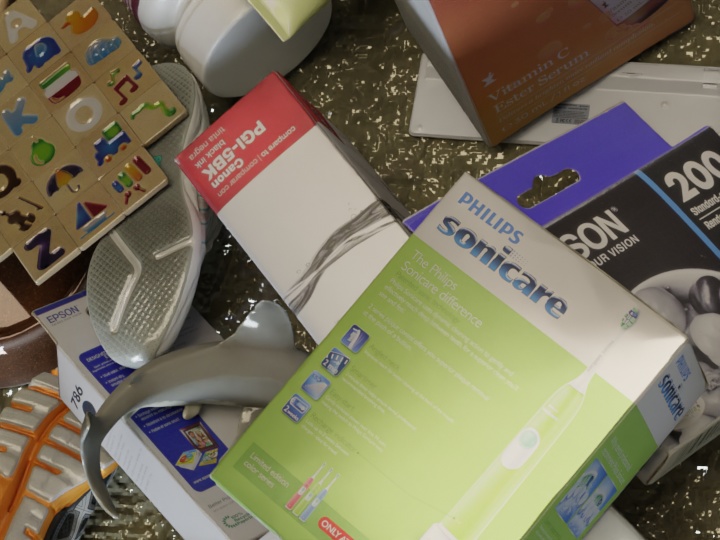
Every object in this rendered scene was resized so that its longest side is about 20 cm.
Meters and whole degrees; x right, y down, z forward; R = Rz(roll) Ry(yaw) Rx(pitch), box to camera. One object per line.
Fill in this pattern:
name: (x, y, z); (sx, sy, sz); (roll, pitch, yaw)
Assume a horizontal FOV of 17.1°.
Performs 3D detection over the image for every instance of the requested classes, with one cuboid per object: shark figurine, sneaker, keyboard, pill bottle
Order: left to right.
sneaker: (-0.193, 0.137, 1.439); (0.078, 0.077, 0.200); (28, 64, 17)
sneaker: (-0.112, -0.025, 1.445); (0.070, 0.080, 0.200); (-6, 57, 20)
pill bottle: (-0.111, -0.212, 1.503); (0.114, 0.114, 0.200); (-37, 67, 1)
shark figurine: (-0.080, 0.057, 1.367); (0.214, 0.090, 0.128); (-4, 47, -30)
keyboard: (0.129, -0.102, 1.459); (0.200, 0.011, 0.056); (5, 79, 17)

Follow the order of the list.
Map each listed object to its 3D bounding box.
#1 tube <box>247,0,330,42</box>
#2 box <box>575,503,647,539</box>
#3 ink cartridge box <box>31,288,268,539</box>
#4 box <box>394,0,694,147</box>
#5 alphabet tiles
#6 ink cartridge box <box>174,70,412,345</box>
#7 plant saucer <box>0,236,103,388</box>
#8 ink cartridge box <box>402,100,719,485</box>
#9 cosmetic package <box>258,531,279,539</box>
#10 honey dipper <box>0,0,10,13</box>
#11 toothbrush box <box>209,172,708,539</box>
tube: (-0.005, -0.210, 1.453); (0.058, 0.052, 0.200); (21, 44, 37)
box: (0.098, 0.161, 1.286); (0.105, 0.184, 0.200); (-44, 66, 0)
ink cartridge box: (-0.103, 0.086, 1.418); (0.099, 0.039, 0.200); (-23, 60, -38)
box: (0.093, -0.189, 1.385); (0.152, 0.200, 0.106); (-32, 63, 0)
alphabet tiles: (-0.201, -0.083, 1.468); (0.166, 0.006, 0.200); (-39, 53, -1)
ink cartridge box: (0.000, 0.000, 1.385); (0.083, 0.147, 0.200); (-40, 66, 4)
plant saucer: (-0.233, -0.027, 1.507); (0.200, 0.034, 0.200); (-2, 80, 11)
ink cartridge box: (0.158, -0.004, 1.327); (0.198, 0.043, 0.200); (-30, 69, -38)
cosmetic package: (-0.063, 0.216, 1.351); (0.200, 0.051, 0.083); (-41, 63, 23)
honey dipper: (-0.242, -0.156, 1.567); (0.038, 0.038, 0.200); (12, 80, 19)
toothbrush box: (0.050, 0.078, 1.181); (0.146, 0.086, 0.200); (37, 85, 24)
